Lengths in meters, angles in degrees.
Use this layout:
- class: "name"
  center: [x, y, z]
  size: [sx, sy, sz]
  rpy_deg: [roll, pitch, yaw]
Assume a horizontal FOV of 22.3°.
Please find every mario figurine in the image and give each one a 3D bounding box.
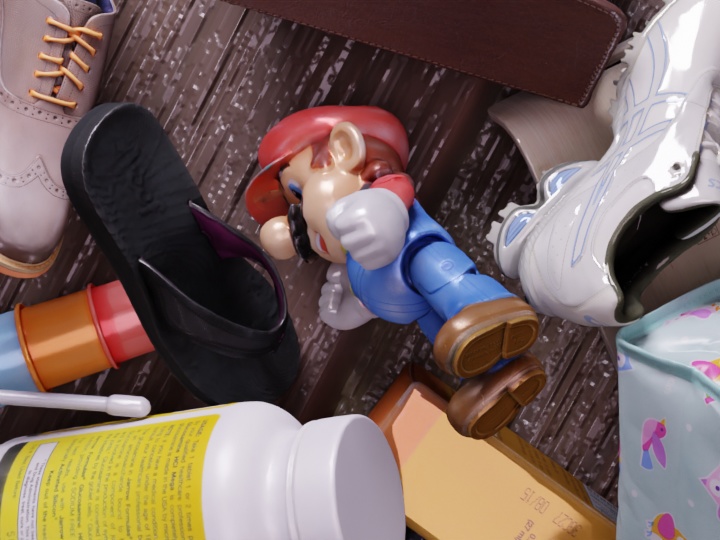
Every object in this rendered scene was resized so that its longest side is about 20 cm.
- class: "mario figurine"
  center: [0.000, 0.000, 0.887]
  size: [0.106, 0.200, 0.124]
  rpy_deg: [-2, 127, -38]

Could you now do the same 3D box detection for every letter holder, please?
- class: "letter holder"
  center: [0.039, -0.180, 0.862]
  size: [0.200, 0.142, 0.101]
  rpy_deg: [16, 61, -3]

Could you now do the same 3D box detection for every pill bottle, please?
- class: "pill bottle"
  center: [-0.085, 0.126, 0.898]
  size: [0.200, 0.112, 0.113]
  rpy_deg: [-10, 98, 23]

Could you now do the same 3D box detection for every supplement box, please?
- class: "supplement box"
  center: [0.088, 0.134, 0.954]
  size: [0.200, 0.069, 0.067]
  rpy_deg: [37, 96, -3]

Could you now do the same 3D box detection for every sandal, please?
- class: "sandal"
  center: [-0.077, 0.003, 0.894]
  size: [0.075, 0.048, 0.201]
  rpy_deg: [-60, 137, -28]

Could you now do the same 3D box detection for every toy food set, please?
- class: "toy food set"
  center: [0.168, -0.023, 0.946]
  size: [0.143, 0.060, 0.200]
  rpy_deg: [-26, 98, -9]

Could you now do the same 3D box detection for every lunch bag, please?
- class: "lunch bag"
  center: [0.224, 0.080, 0.884]
  size: [0.200, 0.122, 0.171]
  rpy_deg: [-24, 126, -33]

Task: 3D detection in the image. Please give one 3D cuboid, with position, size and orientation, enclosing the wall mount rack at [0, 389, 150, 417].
- class: "wall mount rack"
  center: [-0.189, 0.000, 0.902]
  size: [0.173, 0.075, 0.200]
  rpy_deg: [18, 66, -30]

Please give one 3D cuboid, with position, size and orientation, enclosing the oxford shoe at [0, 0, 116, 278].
- class: "oxford shoe"
  center: [-0.156, -0.095, 0.872]
  size: [0.071, 0.073, 0.200]
  rpy_deg: [13, 62, -31]

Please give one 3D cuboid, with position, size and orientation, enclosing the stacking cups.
- class: "stacking cups"
  center: [-0.190, 0.047, 0.951]
  size: [0.200, 0.061, 0.061]
  rpy_deg: [-18, 97, -4]

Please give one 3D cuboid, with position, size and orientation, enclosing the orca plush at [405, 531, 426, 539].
- class: "orca plush"
  center: [0.060, 0.238, 0.966]
  size: [0.105, 0.071, 0.200]
  rpy_deg: [-41, 75, -2]

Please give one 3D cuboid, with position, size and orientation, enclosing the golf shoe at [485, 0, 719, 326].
- class: "golf shoe"
  center: [0.153, -0.054, 0.855]
  size: [0.078, 0.097, 0.200]
  rpy_deg: [36, 87, -34]
